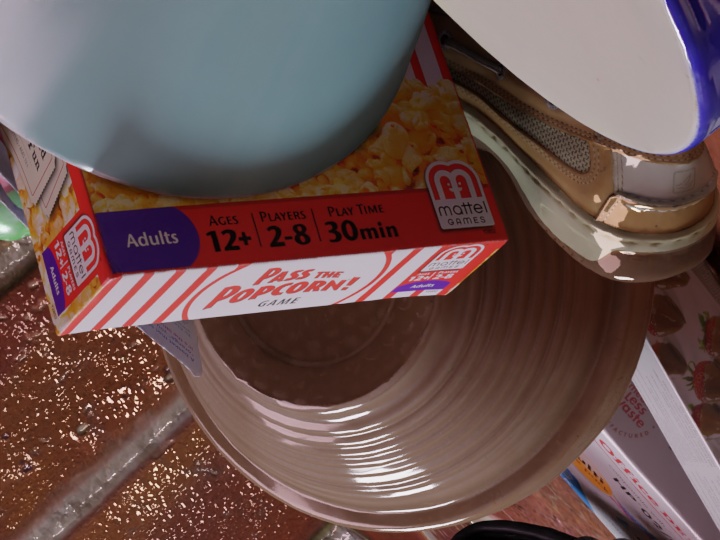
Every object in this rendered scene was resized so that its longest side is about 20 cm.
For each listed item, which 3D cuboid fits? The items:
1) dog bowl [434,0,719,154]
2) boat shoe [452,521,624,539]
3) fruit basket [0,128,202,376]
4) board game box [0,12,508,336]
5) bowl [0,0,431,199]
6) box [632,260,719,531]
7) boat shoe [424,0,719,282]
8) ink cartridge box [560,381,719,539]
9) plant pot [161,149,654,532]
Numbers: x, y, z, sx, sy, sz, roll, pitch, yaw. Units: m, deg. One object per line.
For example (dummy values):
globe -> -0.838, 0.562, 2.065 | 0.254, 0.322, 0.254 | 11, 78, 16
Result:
dog bowl -> 0.045, -0.128, 0.692 | 0.200, 0.079, 0.200 | 47, 172, 9
boat shoe -> 0.097, 0.152, 1.157 | 0.062, 0.075, 0.200 | 54, 163, -26
fruit basket -> -0.131, -0.061, 0.957 | 0.185, 0.094, 0.200 | 43, -161, -26
board game box -> -0.052, -0.084, 0.905 | 0.046, 0.151, 0.201 | -42, 61, 50
bowl -> -0.046, -0.135, 0.839 | 0.201, 0.201, 0.105 | 48, 141, 1
box -> 0.142, 0.060, 1.055 | 0.201, 0.039, 0.041 | 59, 166, -6
boat shoe -> 0.056, -0.081, 0.935 | 0.200, 0.071, 0.076 | 42, 145, 39
ink cartridge box -> 0.139, 0.077, 1.163 | 0.115, 0.068, 0.200 | 47, 171, -1
plant pot -> 0.000, 0.000, 1.008 | 0.201, 0.201, 0.093 | 46, -162, 15
